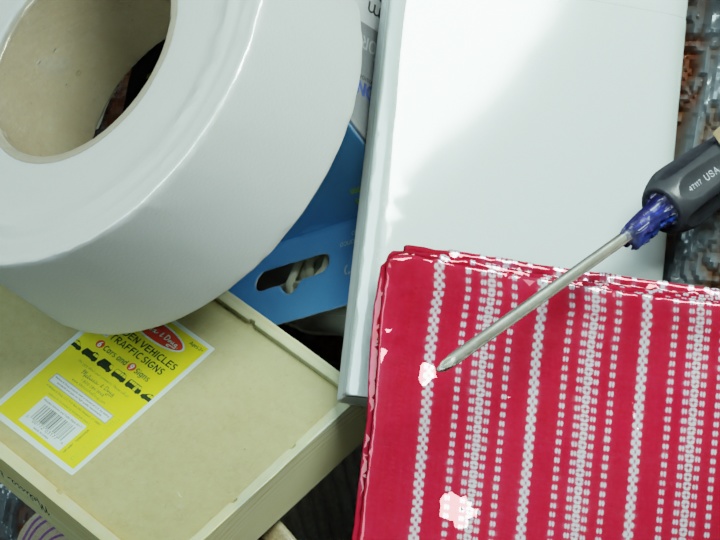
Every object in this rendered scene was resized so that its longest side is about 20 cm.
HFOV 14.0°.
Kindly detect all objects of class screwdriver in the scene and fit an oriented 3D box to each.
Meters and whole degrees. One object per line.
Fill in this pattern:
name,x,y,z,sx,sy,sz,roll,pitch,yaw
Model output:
screwdriver,0.097,-0.003,1.172,0.028,0.200,0.029,4,124,46

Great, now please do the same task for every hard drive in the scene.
hard drive,0.066,-0.036,1.230,0.026,0.131,0.202,142,136,-74

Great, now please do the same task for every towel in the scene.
towel,0.097,0.072,1.173,0.198,0.022,0.146,8,82,2

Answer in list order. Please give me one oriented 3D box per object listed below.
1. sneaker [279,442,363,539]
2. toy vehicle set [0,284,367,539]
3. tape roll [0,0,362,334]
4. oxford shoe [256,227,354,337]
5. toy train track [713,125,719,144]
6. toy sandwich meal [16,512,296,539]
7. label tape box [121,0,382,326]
sneaker,-0.078,0.120,1.308,0.105,0.075,0.201,45,108,28
toy vehicle set,-0.105,0.050,1.256,0.124,0.027,0.200,-40,53,-21
tape roll,-0.099,-0.077,1.244,0.201,0.071,0.204,-21,53,30
oxford shoe,0.000,0.000,1.299,0.199,0.058,0.076,24,94,38
toy train track,0.182,-0.112,1.221,0.115,0.032,0.201,-43,51,19
toy sandwich meal,-0.092,0.183,1.224,0.204,0.070,0.207,-2,85,29
label tape box,-0.038,-0.079,1.301,0.144,0.063,0.201,-17,54,43
